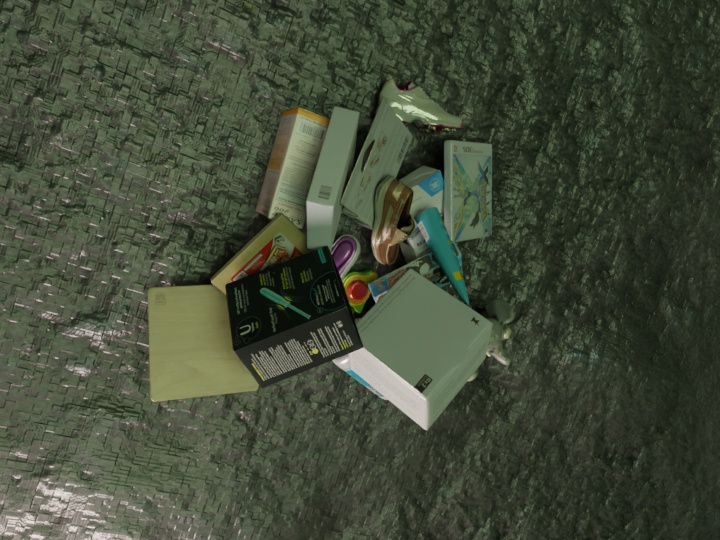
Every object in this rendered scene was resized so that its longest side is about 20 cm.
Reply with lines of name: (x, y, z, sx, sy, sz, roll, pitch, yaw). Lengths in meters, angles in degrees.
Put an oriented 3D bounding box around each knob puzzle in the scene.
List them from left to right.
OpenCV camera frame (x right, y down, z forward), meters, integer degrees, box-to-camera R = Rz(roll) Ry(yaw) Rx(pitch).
knob puzzle: (-0.153, 0.008, 1.067, 0.215, 0.031, 0.224, -14, 126, -20)

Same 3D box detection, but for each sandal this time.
sandal: (-0.074, 0.012, 1.148, 0.206, 0.081, 0.050, -61, 155, -6)

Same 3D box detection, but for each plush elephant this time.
plush elephant: (0.276, 0.150, 1.268, 0.164, 0.155, 0.201, -41, 112, -8)

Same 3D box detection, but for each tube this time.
tube: (0.166, -0.022, 1.095, 0.050, 0.077, 0.204, -27, 76, 16)

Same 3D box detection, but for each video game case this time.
video game case: (0.231, -0.168, 1.207, 0.180, 0.022, 0.206, -11, 103, -50)

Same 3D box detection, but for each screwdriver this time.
screwdriver: (0.101, 0.029, 1.247, 0.028, 0.029, 0.202, -35, 110, -10)

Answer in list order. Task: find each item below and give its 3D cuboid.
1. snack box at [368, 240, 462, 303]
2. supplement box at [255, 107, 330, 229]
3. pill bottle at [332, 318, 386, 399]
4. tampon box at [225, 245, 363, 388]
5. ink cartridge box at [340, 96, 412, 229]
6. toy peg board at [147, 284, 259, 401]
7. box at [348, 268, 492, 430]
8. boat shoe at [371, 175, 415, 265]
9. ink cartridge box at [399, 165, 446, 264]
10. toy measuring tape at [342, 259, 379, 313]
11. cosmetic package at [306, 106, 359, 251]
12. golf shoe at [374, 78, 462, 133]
snack box: (0.118, 0.020, 1.187, 0.197, 0.038, 0.117, -26, 153, 1)
supplement box: (-0.127, -0.191, 1.065, 0.072, 0.126, 0.205, 15, 96, -23)
pill bottle: (0.040, 0.200, 1.214, 0.199, 0.111, 0.112, 39, 86, -23)
tampon box: (-0.116, 0.081, 0.989, 0.196, 0.152, 0.127, -20, 138, 1)
ink cartridge box: (0.019, -0.194, 1.049, 0.173, 0.043, 0.204, 26, 86, -64)
toy peg board: (-0.304, 0.132, 1.094, 0.195, 0.097, 0.205, -2, 86, -22)
box: (0.109, 0.143, 1.064, 0.199, 0.198, 0.132, -42, 150, -25)
boat shoe: (0.067, -0.084, 1.100, 0.076, 0.071, 0.203, -50, 153, -37)
ink cartridge box: (0.134, -0.099, 1.191, 0.115, 0.066, 0.203, -32, 120, -17)
toy measuring tape: (0.000, 0.000, 1.183, 0.072, 0.073, 0.204, 23, 90, -23)
cosmetic package: (-0.049, -0.156, 0.998, 0.050, 0.152, 0.204, 11, 62, 3)
golf shoe: (0.126, -0.334, 1.161, 0.195, 0.075, 0.094, 5, 96, -22)
